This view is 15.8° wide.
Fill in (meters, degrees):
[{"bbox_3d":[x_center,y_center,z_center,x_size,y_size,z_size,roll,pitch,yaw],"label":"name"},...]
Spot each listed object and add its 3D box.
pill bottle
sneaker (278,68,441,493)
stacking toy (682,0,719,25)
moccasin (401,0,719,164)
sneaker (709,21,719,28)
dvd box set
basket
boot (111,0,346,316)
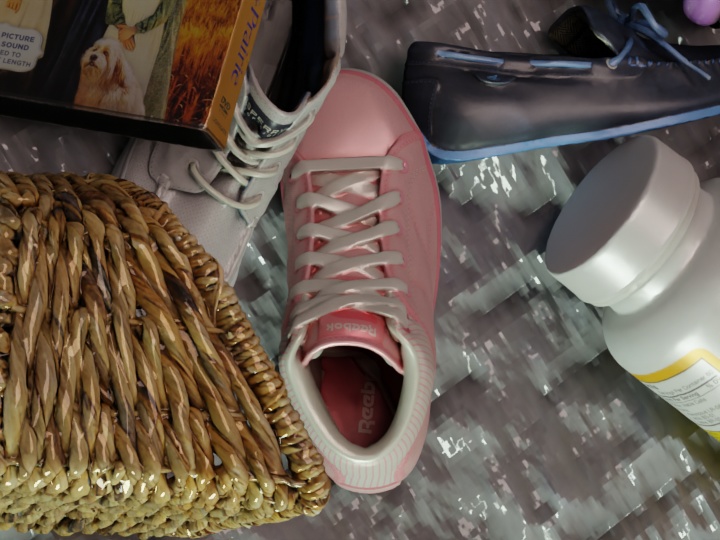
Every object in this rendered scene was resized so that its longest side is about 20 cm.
[{"bbox_3d":[0.191,0.025,1.274,0.200,0.113,0.113,36,68,-17],"label":"pill bottle"},{"bbox_3d":[0.000,0.000,1.182,0.075,0.105,0.201,-3,84,3],"label":"sneaker"},{"bbox_3d":[0.118,-0.186,1.266,0.199,0.085,0.086,24,71,5],"label":"stacking toy"},{"bbox_3d":[0.115,-0.099,1.272,0.199,0.080,0.068,-11,95,-28],"label":"moccasin"},{"bbox_3d":[0.178,-0.187,1.324,0.199,0.075,0.116,19,76,-23],"label":"sneaker"},{"bbox_3d":[-0.104,-0.159,1.158,0.146,0.029,0.201,11,74,17],"label":"dvd box set"},{"bbox_3d":[-0.111,0.034,1.077,0.148,0.200,0.143,6,78,-23],"label":"basket"},{"bbox_3d":[-0.062,-0.059,1.172,0.073,0.096,0.201,18,74,-22],"label":"boot"}]
